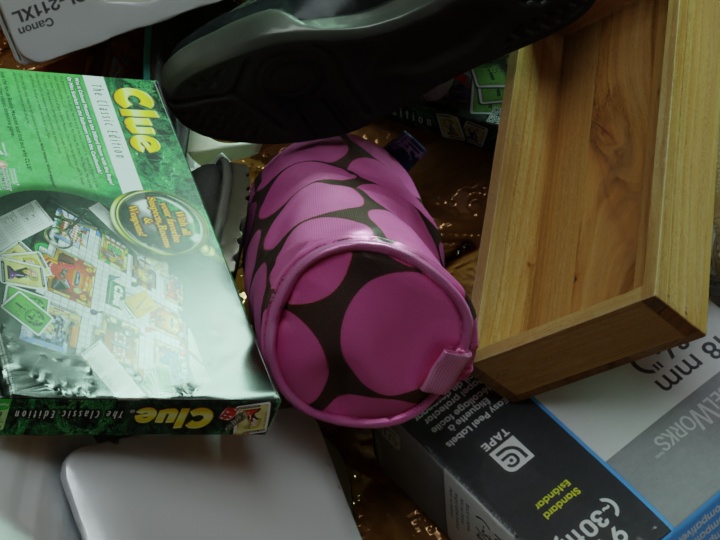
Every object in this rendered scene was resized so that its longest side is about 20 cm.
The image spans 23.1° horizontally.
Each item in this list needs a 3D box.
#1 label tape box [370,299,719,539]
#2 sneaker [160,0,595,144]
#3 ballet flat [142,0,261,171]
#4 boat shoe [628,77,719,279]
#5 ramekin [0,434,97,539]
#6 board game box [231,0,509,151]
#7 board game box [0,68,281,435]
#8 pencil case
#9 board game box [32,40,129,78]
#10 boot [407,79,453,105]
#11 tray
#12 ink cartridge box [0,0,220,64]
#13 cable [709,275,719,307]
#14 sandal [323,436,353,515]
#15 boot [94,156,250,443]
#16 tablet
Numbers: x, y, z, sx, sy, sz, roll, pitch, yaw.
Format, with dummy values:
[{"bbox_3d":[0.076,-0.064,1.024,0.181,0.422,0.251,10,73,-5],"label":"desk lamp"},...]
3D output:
[{"bbox_3d":[0.120,0.088,0.731,0.144,0.064,0.200,-34,57,-21],"label":"label tape box"},{"bbox_3d":[0.000,-0.132,0.786,0.198,0.076,0.115,-25,51,7],"label":"sneaker"},{"bbox_3d":[-0.083,-0.054,0.844,0.068,0.068,0.201,8,63,-2],"label":"ballet flat"},{"bbox_3d":[0.153,-0.085,0.781,0.076,0.072,0.201,-6,49,19],"label":"boat shoe"},{"bbox_3d":[-0.186,0.108,0.654,0.199,0.201,0.098,0,43,4],"label":"ramekin"},{"bbox_3d":[0.005,-0.130,0.928,0.199,0.024,0.105,18,53,17],"label":"board game box"},{"bbox_3d":[-0.107,-0.013,0.679,0.104,0.024,0.201,1,40,-23],"label":"board game box"},{"bbox_3d":[0.000,0.000,0.740,0.093,0.091,0.200,35,13,-13],"label":"pencil case"},{"bbox_3d":[-0.168,-0.017,0.833,0.102,0.019,0.201,-16,48,23],"label":"board game box"},{"bbox_3d":[0.088,-0.162,0.871,0.130,0.068,0.201,2,48,16],"label":"boot"},{"bbox_3d":[0.102,-0.050,0.736,0.098,0.037,0.201,-24,42,42],"label":"tray"},{"bbox_3d":[-0.114,-0.191,0.888,0.145,0.083,0.200,-19,24,2],"label":"ink cartridge box"},{"bbox_3d":[0.185,-0.069,0.849,0.199,0.069,0.200,-28,56,-17],"label":"cable"},{"bbox_3d":[-0.035,0.142,0.701,0.079,0.058,0.202,-6,51,-2],"label":"sandal"},{"bbox_3d":[-0.154,0.001,0.731,0.198,0.073,0.183,16,52,-4],"label":"boot"},{"bbox_3d":[-0.026,0.149,0.638,0.130,0.014,0.201,-6,67,-48],"label":"tablet"}]
